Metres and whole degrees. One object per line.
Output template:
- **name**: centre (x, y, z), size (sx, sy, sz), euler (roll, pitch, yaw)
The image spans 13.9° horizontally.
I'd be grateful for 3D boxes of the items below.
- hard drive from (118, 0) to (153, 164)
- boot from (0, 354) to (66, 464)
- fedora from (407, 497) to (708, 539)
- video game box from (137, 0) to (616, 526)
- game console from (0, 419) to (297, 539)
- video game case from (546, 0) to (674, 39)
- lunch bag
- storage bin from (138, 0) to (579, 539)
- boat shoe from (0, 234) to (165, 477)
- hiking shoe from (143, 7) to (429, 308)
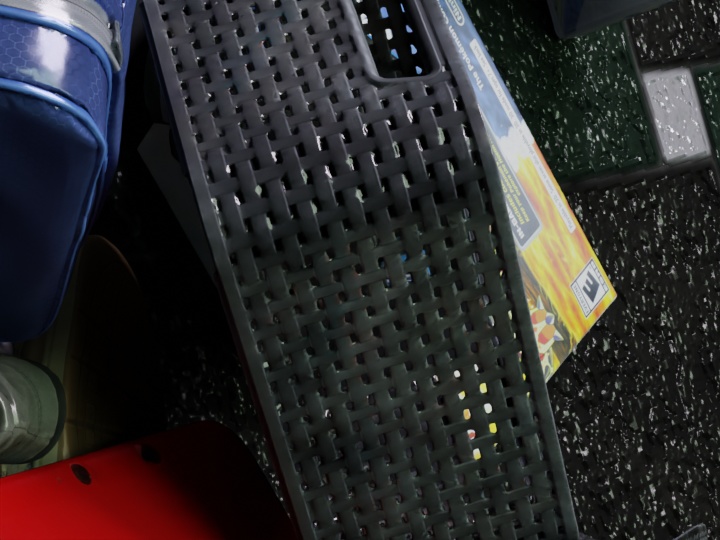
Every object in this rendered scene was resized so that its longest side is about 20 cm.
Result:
- **hard drive**: centre (-0.116, -0.136, 1.042), size (0.135, 0.042, 0.200), euler (-57, 132, -18)
- **boot**: centre (-0.195, 0.029, 0.892), size (0.131, 0.200, 0.068), euler (0, 107, -85)
- **fedora**: centre (0.045, 0.142, 1.123), size (0.092, 0.201, 0.201), euler (42, 38, 13)
- **video game box**: centre (0.010, -0.023, 1.202), size (0.182, 0.047, 0.200), euler (-46, 113, -45)
- **game console**: centre (-0.074, 0.160, 0.967), size (0.172, 0.119, 0.200), euler (-66, 161, 14)
- **video game case**: centre (0.114, -0.216, 1.291), size (0.022, 0.182, 0.200), euler (-17, 90, -31)
- **lunch bag**: centre (-0.139, -0.061, 0.904), size (0.136, 0.200, 0.132), euler (8, 65, -7)
- **storage bin**: centre (0.000, 0.000, 0.979), size (0.135, 0.094, 0.200), euler (-108, -177, -48)
- **boat shoe**: centre (-0.111, 0.082, 0.999), size (0.073, 0.063, 0.200), euler (47, 42, -54)
- **hiking shoe**: centre (0.004, -0.030, 1.086), size (0.200, 0.087, 0.074), euler (43, 51, -42)
